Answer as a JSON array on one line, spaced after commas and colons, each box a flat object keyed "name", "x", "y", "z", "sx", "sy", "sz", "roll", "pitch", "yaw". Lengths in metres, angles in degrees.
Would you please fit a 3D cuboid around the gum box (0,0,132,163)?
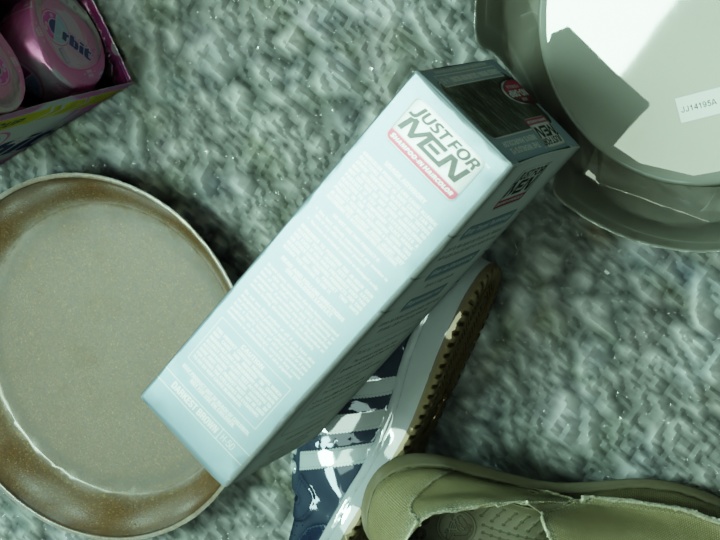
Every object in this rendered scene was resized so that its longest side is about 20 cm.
[{"name": "gum box", "x": -0.218, "y": -0.083, "z": 1.004, "sx": 0.113, "sy": 0.200, "sz": 0.066, "roll": -27, "pitch": 90, "yaw": 29}]

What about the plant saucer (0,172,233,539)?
[{"name": "plant saucer", "x": -0.138, "y": 0.045, "z": 1.092, "sx": 0.199, "sy": 0.032, "sz": 0.201, "roll": 6, "pitch": 104, "yaw": 23}]

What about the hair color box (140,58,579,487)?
[{"name": "hair color box", "x": 0.000, "y": 0.000, "z": 0.908, "sx": 0.061, "sy": 0.099, "sz": 0.200, "roll": 46, "pitch": 112, "yaw": 10}]

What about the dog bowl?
[{"name": "dog bowl", "x": 0.153, "y": -0.111, "z": 0.906, "sx": 0.199, "sy": 0.059, "sz": 0.201, "roll": 6, "pitch": 104, "yaw": 24}]

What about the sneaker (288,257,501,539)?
[{"name": "sneaker", "x": -0.018, "y": 0.061, "z": 1.017, "sx": 0.108, "sy": 0.070, "sz": 0.201, "roll": 29, "pitch": 107, "yaw": 13}]

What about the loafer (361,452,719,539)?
[{"name": "loafer", "x": 0.098, "y": 0.137, "z": 0.956, "sx": 0.199, "sy": 0.067, "sz": 0.076, "roll": 7, "pitch": 109, "yaw": 0}]
